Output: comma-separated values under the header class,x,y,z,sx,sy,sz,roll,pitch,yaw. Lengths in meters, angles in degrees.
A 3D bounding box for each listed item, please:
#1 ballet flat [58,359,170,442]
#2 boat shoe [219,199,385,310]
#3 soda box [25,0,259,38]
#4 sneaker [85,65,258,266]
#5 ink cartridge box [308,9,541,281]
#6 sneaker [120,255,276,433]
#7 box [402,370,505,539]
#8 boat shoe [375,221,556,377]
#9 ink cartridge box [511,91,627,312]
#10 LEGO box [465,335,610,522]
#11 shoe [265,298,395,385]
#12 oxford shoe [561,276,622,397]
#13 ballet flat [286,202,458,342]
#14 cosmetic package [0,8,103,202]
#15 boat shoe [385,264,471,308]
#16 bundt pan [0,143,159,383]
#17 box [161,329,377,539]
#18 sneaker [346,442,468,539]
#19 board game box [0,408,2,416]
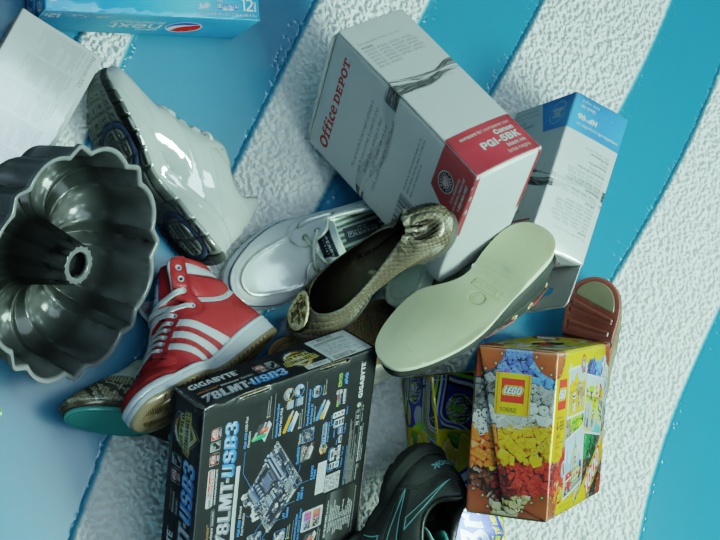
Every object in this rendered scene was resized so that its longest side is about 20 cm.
class,x,y,z,sx,sy,sz,roll,pitch,yaw
ballet flat,-0.171,0.120,1.348,0.200,0.068,0.075,19,55,-28
boat shoe,-0.037,-0.025,1.419,0.200,0.067,0.074,-30,97,-25
soda box,-0.195,-0.249,1.365,0.200,0.068,0.064,-1,84,-26
sneaker,-0.170,-0.101,1.371,0.087,0.074,0.200,-47,112,-34
ink cartridge box,0.053,-0.115,1.382,0.083,0.147,0.200,-26,62,-31
sneaker,-0.165,0.058,1.309,0.112,0.071,0.200,45,33,7
box,0.090,0.198,1.456,0.064,0.070,0.201,-5,86,-24
boat shoe,0.096,0.037,1.361,0.201,0.063,0.074,-37,60,-24
ink cartridge box,0.178,-0.063,1.500,0.068,0.116,0.200,25,73,-21
LEGO box,0.166,0.140,1.407,0.200,0.077,0.149,-1,95,-68
shoe,-0.008,0.076,1.437,0.200,0.053,0.070,-13,57,-30
oxford shoe,0.223,0.106,1.533,0.070,0.075,0.200,21,94,19
ballet flat,0.000,0.000,1.338,0.046,0.200,0.068,21,46,-43
cosmetic package,-0.305,-0.115,1.307,0.082,0.051,0.200,31,73,-18
boat shoe,0.085,-0.033,1.473,0.060,0.072,0.202,40,56,-27
bundt pan,-0.260,-0.012,1.266,0.202,0.076,0.202,-31,128,-50
box,-0.078,0.168,1.315,0.198,0.050,0.200,-16,122,-40
sneaker,0.033,0.256,1.385,0.075,0.079,0.200,14,106,-43
board game box,-0.350,0.029,1.214,0.040,0.153,0.200,-21,93,-24
